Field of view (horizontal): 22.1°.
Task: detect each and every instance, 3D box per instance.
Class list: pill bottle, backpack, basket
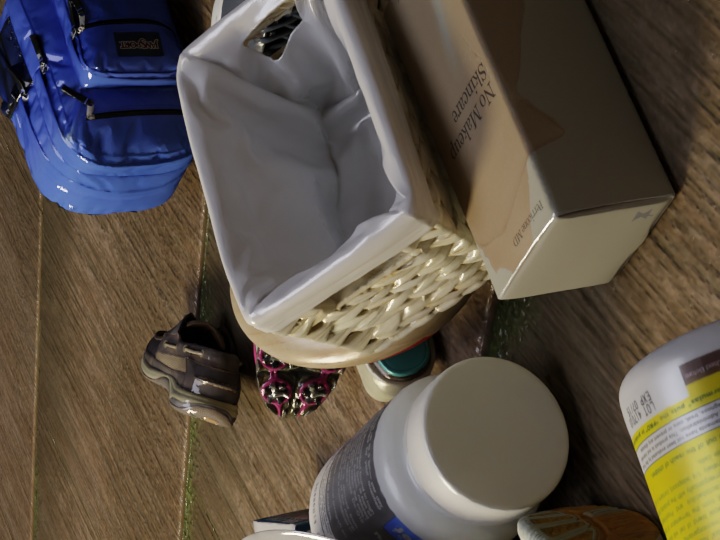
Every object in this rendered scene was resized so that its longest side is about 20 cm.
[{"bbox_3d":[0.048,0.132,1.161,0.200,0.113,0.115,130,127,-60],"label":"pill bottle"},{"bbox_3d":[-0.230,-0.160,1.635,0.168,0.161,0.201,-50,52,56],"label":"backpack"},{"bbox_3d":[0.196,0.124,0.826,0.109,0.108,0.201,127,130,-59],"label":"pill bottle"},{"bbox_3d":[-0.009,-0.066,1.108,0.135,0.123,0.201,-34,58,26],"label":"basket"}]

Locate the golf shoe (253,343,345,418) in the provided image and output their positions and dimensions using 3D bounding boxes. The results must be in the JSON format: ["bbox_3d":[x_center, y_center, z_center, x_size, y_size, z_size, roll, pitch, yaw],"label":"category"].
[{"bbox_3d":[-0.043,0.010,1.394,0.092,0.072,0.202,-123,38,-70],"label":"golf shoe"}]

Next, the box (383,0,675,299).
[{"bbox_3d":[0.090,-0.095,1.030,0.095,0.077,0.201,117,138,-53],"label":"box"}]

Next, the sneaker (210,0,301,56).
[{"bbox_3d":[-0.050,-0.188,1.319,0.146,0.076,0.204,-138,46,-59],"label":"sneaker"}]

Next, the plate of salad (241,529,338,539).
[{"bbox_3d":[0.011,0.218,1.161,0.199,0.048,0.201,21,145,15],"label":"plate of salad"}]

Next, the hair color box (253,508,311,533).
[{"bbox_3d":[-0.027,0.291,1.454,0.100,0.060,0.202,167,93,-66],"label":"hair color box"}]

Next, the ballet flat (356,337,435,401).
[{"bbox_3d":[-0.002,0.000,1.301,0.070,0.069,0.201,127,129,-59],"label":"ballet flat"}]

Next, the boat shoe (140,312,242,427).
[{"bbox_3d":[-0.142,0.080,1.653,0.074,0.074,0.200,-69,24,5],"label":"boat shoe"}]

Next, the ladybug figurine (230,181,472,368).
[{"bbox_3d":[0.000,0.000,1.208,0.199,0.072,0.137,-8,70,37],"label":"ladybug figurine"}]

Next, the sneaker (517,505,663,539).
[{"bbox_3d":[0.146,0.189,1.005,0.200,0.075,0.089,-154,59,-63],"label":"sneaker"}]
